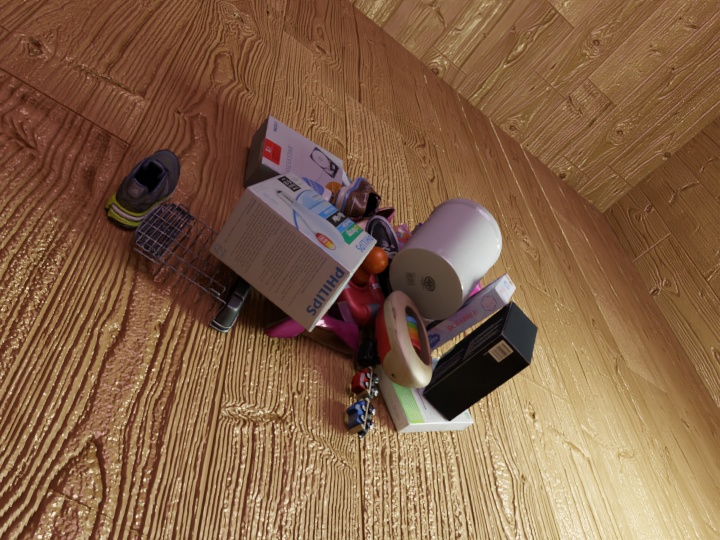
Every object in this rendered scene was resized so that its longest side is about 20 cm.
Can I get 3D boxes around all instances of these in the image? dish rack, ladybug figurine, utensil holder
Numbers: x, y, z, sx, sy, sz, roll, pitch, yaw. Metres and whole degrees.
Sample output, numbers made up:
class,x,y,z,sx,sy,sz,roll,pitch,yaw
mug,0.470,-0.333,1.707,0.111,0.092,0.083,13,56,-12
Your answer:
class,x,y,z,sx,sy,sz,roll,pitch,yaw
dish rack,-0.254,-0.014,0.929,0.199,0.055,0.154,37,29,-13
ladybug figurine,0.072,0.124,1.071,0.136,0.071,0.202,48,26,-36
utensil holder,0.169,-0.022,1.179,0.170,0.170,0.200,45,44,0

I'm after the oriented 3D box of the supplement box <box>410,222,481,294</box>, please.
class,x,y,z,sx,sy,sz,roll,pitch,yaw
supplement box,0.181,-0.001,1.414,0.199,0.101,0.104,38,25,-14

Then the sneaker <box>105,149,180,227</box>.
class,x,y,z,sx,sy,sz,roll,pitch,yaw
sneaker,-0.332,-0.147,0.960,0.073,0.081,0.201,34,31,-19

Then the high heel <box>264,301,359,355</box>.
class,x,y,z,sx,sy,sz,roll,pitch,yaw
high heel,-0.073,0.113,1.003,0.198,0.067,0.098,-11,83,-45

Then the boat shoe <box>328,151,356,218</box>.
class,x,y,z,sx,sy,sz,roll,pitch,yaw
boat shoe,-0.051,-0.193,1.405,0.202,0.072,0.071,62,11,28

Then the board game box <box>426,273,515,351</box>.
class,x,y,z,sx,sy,sz,roll,pitch,yaw
board game box,0.215,0.088,1.218,0.041,0.198,0.200,56,20,4

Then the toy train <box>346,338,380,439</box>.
class,x,y,z,sx,sy,sz,roll,pitch,yaw
toy train,0.006,0.193,1.009,0.046,0.034,0.202,41,34,-24

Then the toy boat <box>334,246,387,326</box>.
class,x,y,z,sx,sy,sz,roll,pitch,yaw
toy boat,0.000,0.000,1.142,0.129,0.130,0.202,0,58,-52

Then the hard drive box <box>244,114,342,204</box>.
class,x,y,z,sx,sy,sz,roll,pitch,yaw
hard drive box,-0.137,-0.208,1.268,0.198,0.077,0.158,26,44,-29

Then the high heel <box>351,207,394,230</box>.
class,x,y,z,sx,sy,sz,roll,pitch,yaw
high heel,0.001,-0.098,1.295,0.068,0.096,0.200,49,29,5

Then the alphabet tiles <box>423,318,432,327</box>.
class,x,y,z,sx,sy,sz,roll,pitch,yaw
alphabet tiles,0.080,0.068,1.301,0.198,0.006,0.168,10,45,-46

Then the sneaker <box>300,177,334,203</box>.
class,x,y,z,sx,sy,sz,roll,pitch,yaw
sneaker,-0.122,-0.096,1.146,0.077,0.076,0.202,36,49,-16

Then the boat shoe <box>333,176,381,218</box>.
class,x,y,z,sx,sy,sz,roll,pitch,yaw
boat shoe,0.003,-0.142,1.244,0.071,0.073,0.200,22,23,8

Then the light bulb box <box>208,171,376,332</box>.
class,x,y,z,sx,sy,sz,roll,pitch,yaw
light bulb box,-0.100,-0.040,0.965,0.199,0.125,0.198,38,21,0

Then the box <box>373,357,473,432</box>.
class,x,y,z,sx,sy,sz,roll,pitch,yaw
box,0.116,0.230,1.122,0.198,0.036,0.146,15,42,-45

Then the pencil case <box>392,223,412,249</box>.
class,x,y,z,sx,sy,sz,roll,pitch,yaw
pencil case,0.104,0.001,1.291,0.087,0.087,0.203,-13,75,-56

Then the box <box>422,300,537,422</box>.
class,x,y,z,sx,sy,sz,roll,pitch,yaw
box,0.221,0.165,1.095,0.079,0.200,0.141,44,30,-3

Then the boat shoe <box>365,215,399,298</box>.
class,x,y,z,sx,sy,sz,roll,pitch,yaw
boat shoe,0.048,-0.019,1.221,0.068,0.072,0.203,72,13,-80
